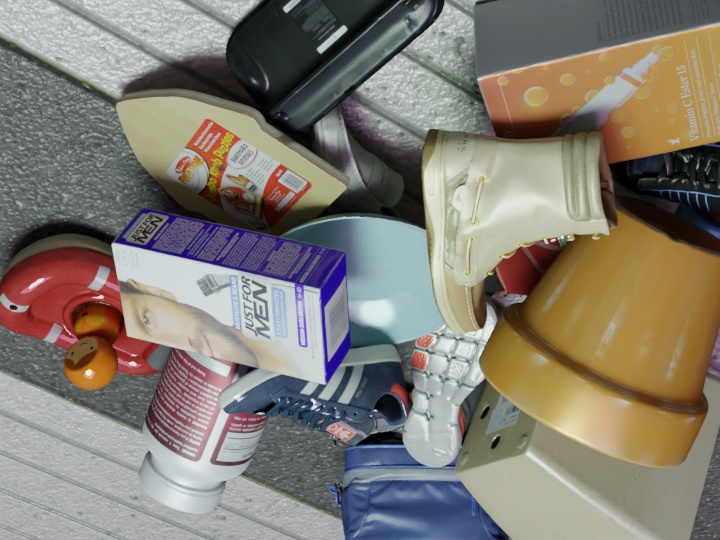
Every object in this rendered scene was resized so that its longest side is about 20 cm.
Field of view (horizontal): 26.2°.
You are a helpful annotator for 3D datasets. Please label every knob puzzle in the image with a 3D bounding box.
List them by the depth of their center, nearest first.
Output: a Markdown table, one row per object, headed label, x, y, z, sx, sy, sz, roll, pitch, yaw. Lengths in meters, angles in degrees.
| label | x | y | z | sx | sy | sz | roll | pitch | yaw |
| --- | --- | --- | --- | --- | --- | --- | --- | --- | --- |
| knob puzzle | -0.123 | -0.104 | 1.370 | 0.219 | 0.030 | 0.220 | 20 | 151 | 11 |

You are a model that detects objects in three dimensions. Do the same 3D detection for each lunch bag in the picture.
| label | x | y | z | sx | sy | sz | roll | pitch | yaw |
| --- | --- | --- | --- | --- | --- | --- | --- | --- | --- |
| lunch bag | 0.064 | 0.249 | 1.689 | 0.200 | 0.133 | 0.136 | 2 | 159 | 1 |

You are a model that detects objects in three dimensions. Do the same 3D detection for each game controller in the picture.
| label | x | y | z | sx | sy | sz | roll | pitch | yaw |
| --- | --- | --- | --- | --- | --- | --- | --- | --- | --- |
| game controller | -0.025 | -0.199 | 1.269 | 0.200 | 0.042 | 0.104 | -37 | 88 | 32 |

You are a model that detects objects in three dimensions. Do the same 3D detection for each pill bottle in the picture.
| label | x | y | z | sx | sy | sz | roll | pitch | yaw |
| --- | --- | --- | --- | --- | --- | --- | --- | --- | --- |
| pill bottle | -0.144 | 0.128 | 1.498 | 0.113 | 0.113 | 0.200 | 18 | 109 | -17 |

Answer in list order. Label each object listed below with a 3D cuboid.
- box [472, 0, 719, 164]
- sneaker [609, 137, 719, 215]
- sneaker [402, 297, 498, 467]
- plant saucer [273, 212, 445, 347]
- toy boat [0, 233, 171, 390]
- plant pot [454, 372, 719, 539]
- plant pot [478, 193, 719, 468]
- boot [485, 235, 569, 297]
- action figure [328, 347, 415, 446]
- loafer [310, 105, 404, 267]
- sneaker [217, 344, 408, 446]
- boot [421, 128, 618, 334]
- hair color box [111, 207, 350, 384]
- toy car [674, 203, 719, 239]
| label | x | y | z | sx | sy | sz | roll | pitch | yaw |
| --- | --- | --- | --- | --- | --- | --- | --- | --- | --- |
| box | 0.204 | -0.165 | 1.273 | 0.200 | 0.098 | 0.124 | -11 | 135 | 14 |
| sneaker | 0.278 | -0.083 | 1.301 | 0.078 | 0.200 | 0.070 | 3 | 96 | -30 |
| sneaker | 0.092 | 0.097 | 1.533 | 0.077 | 0.082 | 0.200 | 25 | 122 | 11 |
| plant saucer | 0.000 | 0.000 | 1.413 | 0.201 | 0.039 | 0.201 | 1 | 144 | 1 |
| toy boat | -0.257 | 0.057 | 1.496 | 0.200 | 0.131 | 0.131 | 25 | 132 | -23 |
| plant pot | 0.214 | 0.171 | 1.532 | 0.177 | 0.200 | 0.200 | 32 | 152 | -18 |
| plant pot | 0.230 | 0.041 | 1.344 | 0.200 | 0.200 | 0.184 | 19 | 105 | -18 |
| boot | 0.186 | 0.017 | 1.495 | 0.144 | 0.073 | 0.200 | -18 | 134 | 30 |
| action figure | 0.016 | 0.134 | 1.601 | 0.130 | 0.069 | 0.200 | -30 | 146 | 5 |
| loafer | 0.003 | -0.079 | 1.396 | 0.070 | 0.070 | 0.200 | -14 | 141 | 6 |
| sneaker | -0.035 | 0.123 | 1.423 | 0.200 | 0.085 | 0.075 | -8 | 162 | -35 |
| boot | 0.136 | -0.030 | 1.288 | 0.155 | 0.073 | 0.200 | -1 | 125 | 12 |
| hair color box | -0.112 | 0.022 | 1.363 | 0.200 | 0.065 | 0.109 | 13 | 130 | 20 |
| toy car | 0.381 | -0.037 | 1.329 | 0.177 | 0.200 | 0.185 | 11 | 136 | -10 |
